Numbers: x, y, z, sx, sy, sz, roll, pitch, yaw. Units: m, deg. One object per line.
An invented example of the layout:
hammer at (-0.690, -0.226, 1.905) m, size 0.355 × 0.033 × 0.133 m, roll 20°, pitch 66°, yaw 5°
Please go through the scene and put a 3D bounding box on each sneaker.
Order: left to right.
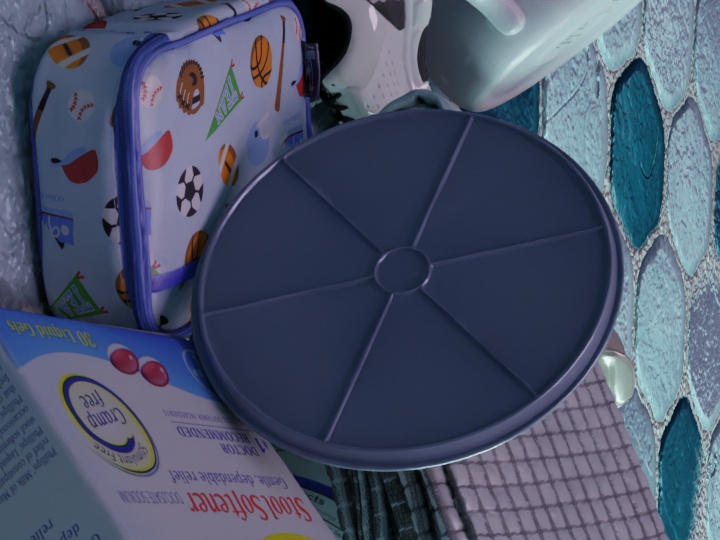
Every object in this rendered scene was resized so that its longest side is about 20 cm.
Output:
sneaker at (0.001, -0.110, 1.179) m, size 0.080 × 0.074 × 0.201 m, roll -28°, pitch 125°, yaw -30°

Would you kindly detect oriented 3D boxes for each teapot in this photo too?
teapot at (0.096, -0.208, 1.273) m, size 0.197 × 0.200 × 0.146 m, roll -35°, pitch 85°, yaw -20°

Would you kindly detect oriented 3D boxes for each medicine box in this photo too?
medicine box at (-0.092, 0.127, 0.808) m, size 0.200 × 0.103 × 0.182 m, roll 52°, pitch 15°, yaw 21°

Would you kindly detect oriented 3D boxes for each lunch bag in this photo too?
lunch bag at (-0.083, -0.051, 0.975) m, size 0.200 × 0.075 × 0.161 m, roll -30°, pitch 120°, yaw -60°

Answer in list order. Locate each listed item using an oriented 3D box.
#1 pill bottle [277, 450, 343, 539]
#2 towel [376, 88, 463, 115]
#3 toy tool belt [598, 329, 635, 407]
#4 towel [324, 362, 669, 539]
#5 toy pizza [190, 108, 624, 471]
pill bottle at (-0.033, 0.163, 0.991) m, size 0.200 × 0.111 × 0.112 m, roll -58°, pitch 141°, yaw -40°
towel at (0.000, 0.000, 1.050) m, size 0.200 × 0.048 × 0.171 m, roll -54°, pitch 168°, yaw 5°
toy tool belt at (0.124, 0.011, 1.399) m, size 0.123 × 0.124 × 0.201 m, roll -108°, pitch -176°, yaw -56°
towel at (0.058, 0.101, 0.971) m, size 0.165 × 0.085 × 0.201 m, roll 0°, pitch 64°, yaw -49°
toy pizza at (0.021, 0.009, 0.896) m, size 0.032 × 0.199 × 0.201 m, roll 74°, pitch 28°, yaw -52°
